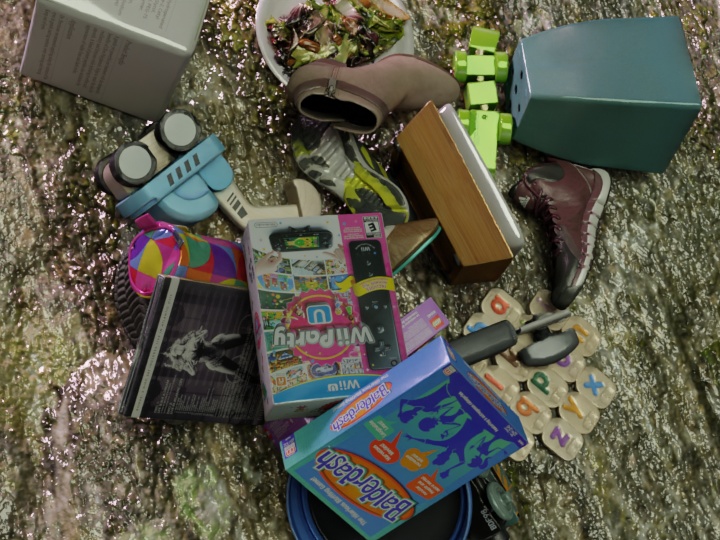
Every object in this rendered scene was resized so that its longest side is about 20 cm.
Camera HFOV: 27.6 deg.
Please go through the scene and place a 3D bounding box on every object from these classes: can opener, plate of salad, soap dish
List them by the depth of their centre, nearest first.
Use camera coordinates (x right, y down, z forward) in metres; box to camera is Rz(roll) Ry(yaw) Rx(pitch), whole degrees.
[{"bbox_3d":[0.163,0.094,1.683,0.200,0.053,0.067,-20,80,-22],"label":"can opener"},{"bbox_3d":[0.105,-0.081,1.686,0.081,0.157,0.200,-26,83,-6],"label":"soap dish"},{"bbox_3d":[-0.027,-0.290,1.760,0.200,0.048,0.200,5,73,-17],"label":"plate of salad"}]

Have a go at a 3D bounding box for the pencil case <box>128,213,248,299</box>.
[{"bbox_3d":[-0.156,0.000,1.563,0.200,0.088,0.089,18,64,-50],"label":"pencil case"}]

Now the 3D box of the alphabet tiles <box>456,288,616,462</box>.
[{"bbox_3d":[0.199,0.122,1.723,0.196,0.015,0.200,39,66,-4],"label":"alphabet tiles"}]

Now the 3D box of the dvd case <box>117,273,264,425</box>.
[{"bbox_3d":[-0.154,0.086,1.531,0.200,0.016,0.149,10,99,-49],"label":"dvd case"}]

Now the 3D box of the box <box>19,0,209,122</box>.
[{"bbox_3d":[-0.255,-0.305,1.608,0.171,0.199,0.200,20,68,-12],"label":"box"}]

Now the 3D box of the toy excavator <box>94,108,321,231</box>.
[{"bbox_3d":[-0.167,-0.088,1.638,0.194,0.100,0.200,-39,101,-22],"label":"toy excavator"}]

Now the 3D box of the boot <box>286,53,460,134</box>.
[{"bbox_3d":[0.016,-0.194,1.662,0.200,0.070,0.146,6,26,-1],"label":"boot"}]

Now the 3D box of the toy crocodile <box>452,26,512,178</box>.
[{"bbox_3d":[0.147,-0.206,1.787,0.067,0.062,0.200,0,76,-3],"label":"toy crocodile"}]

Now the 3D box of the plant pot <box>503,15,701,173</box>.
[{"bbox_3d":[0.283,-0.214,1.778,0.200,0.141,0.142,0,59,-10],"label":"plant pot"}]

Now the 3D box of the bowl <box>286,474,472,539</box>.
[{"bbox_3d":[0.022,0.243,1.560,0.200,0.039,0.201,1,95,13],"label":"bowl"}]

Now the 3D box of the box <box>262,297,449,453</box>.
[{"bbox_3d":[-0.006,0.115,1.592,0.200,0.137,0.039,-35,85,-24],"label":"box"}]

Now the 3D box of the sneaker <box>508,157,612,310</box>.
[{"bbox_3d":[0.225,-0.052,1.761,0.115,0.076,0.200,22,58,-5],"label":"sneaker"}]

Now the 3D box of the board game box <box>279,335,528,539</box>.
[{"bbox_3d":[0.044,0.172,1.463,0.152,0.200,0.045,45,18,-35],"label":"board game box"}]

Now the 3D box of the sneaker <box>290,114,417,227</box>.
[{"bbox_3d":[-0.008,-0.106,1.702,0.074,0.085,0.200,-40,66,7],"label":"sneaker"}]

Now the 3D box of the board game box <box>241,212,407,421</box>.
[{"bbox_3d":[-0.036,0.046,1.503,0.147,0.064,0.200,-4,69,-15],"label":"board game box"}]

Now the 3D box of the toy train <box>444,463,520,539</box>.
[{"bbox_3d":[0.110,0.211,1.617,0.085,0.114,0.200,-32,88,20],"label":"toy train"}]

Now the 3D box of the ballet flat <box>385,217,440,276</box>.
[{"bbox_3d":[0.000,0.000,1.624,0.072,0.068,0.200,41,109,-4],"label":"ballet flat"}]

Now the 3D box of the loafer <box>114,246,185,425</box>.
[{"bbox_3d":[-0.208,0.066,1.585,0.070,0.075,0.200,-14,82,-34],"label":"loafer"}]
